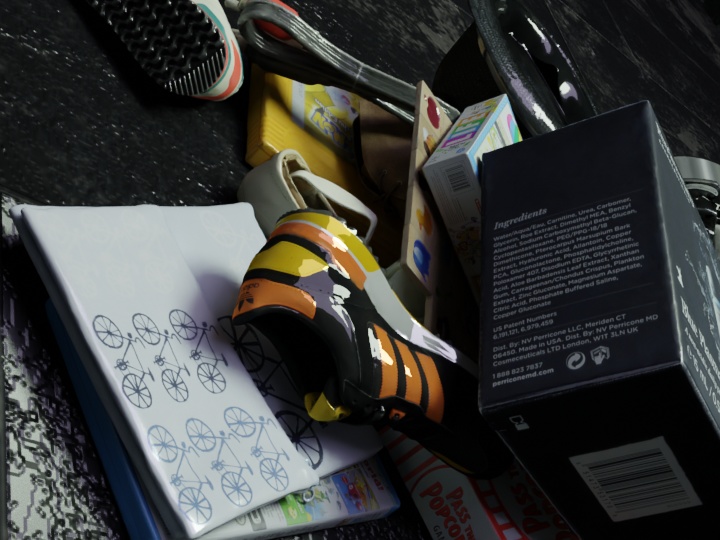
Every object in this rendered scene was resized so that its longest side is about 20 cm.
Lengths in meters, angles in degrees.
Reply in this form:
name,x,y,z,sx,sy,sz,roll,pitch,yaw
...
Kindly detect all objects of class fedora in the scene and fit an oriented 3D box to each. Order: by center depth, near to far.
name,x,y,z,sx,sy,sz,roll,pitch,yaw
fedora,0.121,-0.134,0.920,0.200,0.091,0.202,38,32,-28

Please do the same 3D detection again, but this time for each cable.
name,x,y,z,sx,sy,sz,roll,pitch,yaw
cable,-0.013,-0.157,0.822,0.198,0.051,0.097,19,-15,4

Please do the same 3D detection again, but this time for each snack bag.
name,x,y,z,sx,sy,sz,roll,pitch,yaw
snack bag,-0.074,0.040,0.614,0.199,0.021,0.190,-5,60,-58

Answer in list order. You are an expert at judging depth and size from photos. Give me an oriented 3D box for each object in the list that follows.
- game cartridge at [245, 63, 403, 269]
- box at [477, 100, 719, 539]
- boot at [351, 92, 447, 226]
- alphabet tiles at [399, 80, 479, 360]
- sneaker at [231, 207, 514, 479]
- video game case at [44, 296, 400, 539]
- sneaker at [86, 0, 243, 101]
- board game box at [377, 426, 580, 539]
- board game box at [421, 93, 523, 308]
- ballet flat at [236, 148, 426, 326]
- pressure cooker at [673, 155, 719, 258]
name,x,y,z,sx,sy,sz,roll,pitch,yaw
game cartridge,-0.015,-0.101,0.905,0.176,0.032,0.201,35,31,-29
box,0.162,0.043,0.698,0.197,0.116,0.202,51,31,-40
boot,0.036,-0.051,0.853,0.074,0.074,0.202,2,55,-17
alphabet tiles,0.073,-0.005,0.775,0.167,0.007,0.202,50,35,-39
sneaker,0.005,0.064,0.633,0.200,0.070,0.090,48,49,-16
video game case,-0.068,0.078,0.621,0.199,0.018,0.144,7,50,-54
sneaker,-0.150,-0.198,0.798,0.201,0.070,0.093,53,8,10
board game box,0.113,0.157,0.768,0.199,0.046,0.153,3,53,-55
board game box,0.110,-0.008,0.799,0.202,0.034,0.135,67,26,-16
ballet flat,0.000,0.000,0.747,0.200,0.069,0.069,46,27,2
pressure cooker,0.331,-0.011,1.163,0.176,0.178,0.201,47,27,-14
